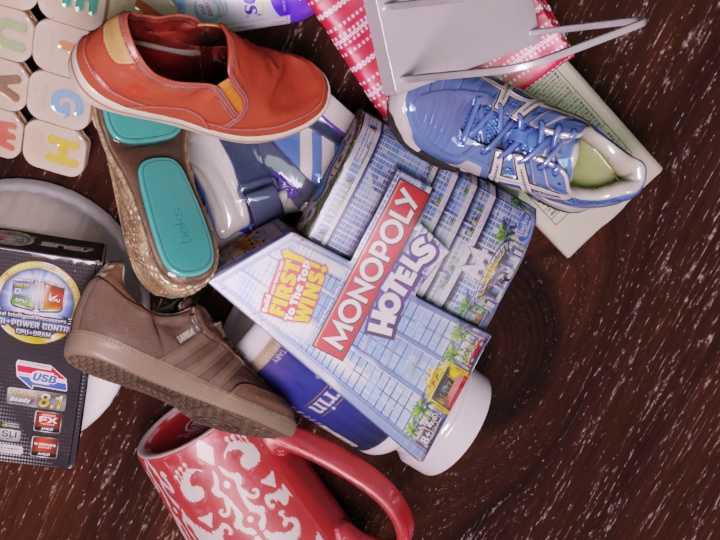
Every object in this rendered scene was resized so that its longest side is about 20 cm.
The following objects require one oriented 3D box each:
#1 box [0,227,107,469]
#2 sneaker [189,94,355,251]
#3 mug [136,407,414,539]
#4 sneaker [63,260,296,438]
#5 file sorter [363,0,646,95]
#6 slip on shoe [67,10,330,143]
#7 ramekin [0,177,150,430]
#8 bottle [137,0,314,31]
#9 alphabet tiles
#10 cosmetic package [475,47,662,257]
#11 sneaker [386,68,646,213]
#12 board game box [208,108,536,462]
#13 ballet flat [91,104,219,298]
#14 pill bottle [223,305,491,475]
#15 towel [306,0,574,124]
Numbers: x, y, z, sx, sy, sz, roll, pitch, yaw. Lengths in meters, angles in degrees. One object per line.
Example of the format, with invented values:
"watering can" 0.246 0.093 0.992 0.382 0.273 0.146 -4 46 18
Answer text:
"box" -0.287 0.047 0.853 0.199 0.044 0.161 9 108 -10
"sneaker" -0.047 -0.051 0.916 0.200 0.081 0.147 41 80 -9
"mug" -0.066 0.186 0.995 0.177 0.133 0.201 -31 105 -3
"sneaker" -0.112 0.060 0.859 0.200 0.070 0.076 32 63 -42
"file sorter" 0.080 -0.223 0.742 0.138 0.124 0.201 -25 109 -34
"slip on shoe" -0.093 -0.131 0.812 0.199 0.074 0.061 3 153 -43
"ramekin" -0.262 0.039 0.929 0.199 0.098 0.202 -2 109 -7
"bottle" -0.063 -0.219 0.882 0.199 0.065 0.084 -9 109 -4
"alphabet tiles" -0.231 -0.164 0.870 0.194 0.015 0.201 17 122 0
"cosmetic package" 0.124 -0.118 0.937 0.105 0.071 0.200 -42 109 7
"sneaker" 0.110 -0.093 0.837 0.199 0.077 0.076 15 87 -27
"board game box" 0.000 0.000 0.859 0.199 0.062 0.201 27 94 -17
"ballet flat" -0.147 -0.073 0.826 0.070 0.065 0.201 -3 71 -30
"pill bottle" -0.002 0.073 0.964 0.199 0.116 0.116 33 102 -17
"towel" 0.045 -0.192 0.852 0.144 0.023 0.200 -33 110 6
